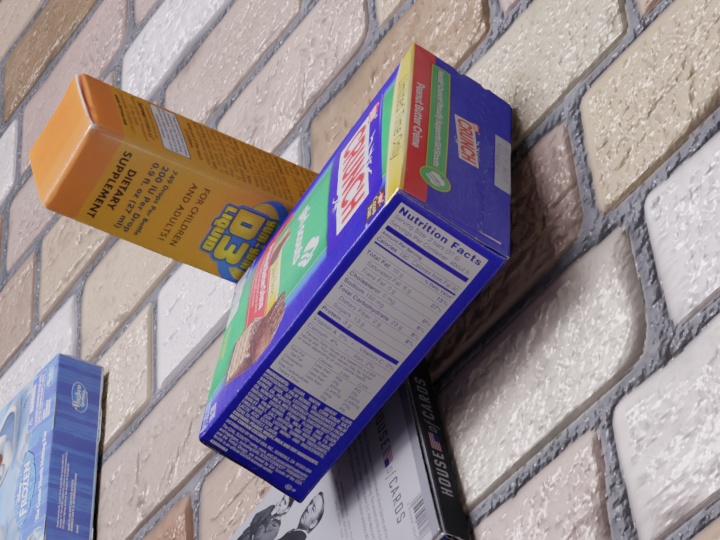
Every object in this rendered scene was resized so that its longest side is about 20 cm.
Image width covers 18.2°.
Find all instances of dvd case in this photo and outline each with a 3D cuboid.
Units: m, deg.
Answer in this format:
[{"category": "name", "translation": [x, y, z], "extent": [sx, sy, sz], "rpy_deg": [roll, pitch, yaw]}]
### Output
[{"category": "dvd case", "translation": [-0.016, 0.157, 1.255], "extent": [0.200, 0.025, 0.150], "rpy_deg": [-50, 32, 29]}]

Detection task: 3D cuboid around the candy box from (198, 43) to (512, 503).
[{"category": "candy box", "translation": [0.000, 0.000, 1.245], "extent": [0.200, 0.077, 0.169], "rpy_deg": [-51, 16, 27]}]

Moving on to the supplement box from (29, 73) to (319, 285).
[{"category": "supplement box", "translation": [-0.095, -0.044, 1.352], "extent": [0.067, 0.200, 0.069], "rpy_deg": [-56, 33, 21]}]

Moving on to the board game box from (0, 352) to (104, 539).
[{"category": "board game box", "translation": [-0.258, 0.193, 1.648], "extent": [0.199, 0.043, 0.200], "rpy_deg": [-42, 37, 43]}]
